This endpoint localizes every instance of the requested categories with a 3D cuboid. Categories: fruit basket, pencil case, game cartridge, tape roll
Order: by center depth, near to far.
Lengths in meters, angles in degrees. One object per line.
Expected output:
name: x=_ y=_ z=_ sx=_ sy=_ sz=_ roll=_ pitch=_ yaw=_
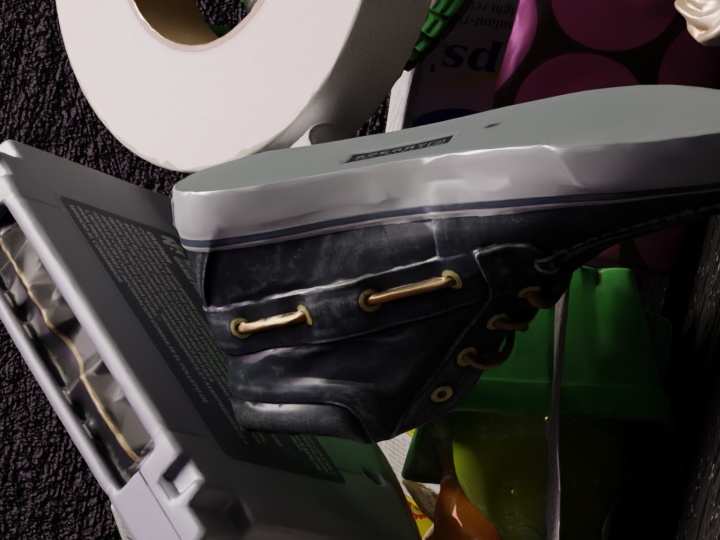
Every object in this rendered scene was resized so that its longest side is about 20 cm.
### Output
game cartridge: x=-0.062 y=0.037 z=0.729 sx=0.041 sy=0.133 sz=0.200 roll=-51 pitch=52 yaw=20
fruit basket: x=0.067 y=0.104 z=0.733 sx=0.185 sy=0.094 sz=0.200 roll=97 pitch=170 yaw=-72
pencil case: x=0.096 y=-0.097 z=0.765 sx=0.091 sy=0.094 sz=0.200 roll=-2 pitch=-74 yaw=-80
tape roll: x=-0.048 y=-0.137 z=0.786 sx=0.037 sy=0.203 sz=0.203 roll=1 pitch=-73 yaw=-43

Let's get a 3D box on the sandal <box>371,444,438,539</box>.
sandal: x=0.044 y=0.147 z=0.864 sx=0.078 sy=0.070 sz=0.212 roll=13 pitch=123 yaw=59

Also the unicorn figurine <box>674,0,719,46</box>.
unicorn figurine: x=0.124 y=-0.149 z=0.611 sx=0.200 sy=0.074 sz=0.137 roll=79 pitch=-169 yaw=-47

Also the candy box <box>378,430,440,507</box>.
candy box: x=0.024 y=0.056 z=0.921 sx=0.026 sy=0.200 sz=0.102 roll=-25 pitch=-50 yaw=-33

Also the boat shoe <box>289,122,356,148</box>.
boat shoe: x=-0.002 y=-0.002 z=0.783 sx=0.068 sy=0.074 sz=0.199 roll=-38 pitch=-11 yaw=7

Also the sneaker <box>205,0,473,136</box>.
sneaker: x=-0.003 y=-0.118 z=0.811 sx=0.200 sy=0.085 sz=0.078 roll=-45 pitch=12 yaw=31

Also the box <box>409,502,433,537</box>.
box: x=-0.011 y=0.181 z=1.031 sx=0.200 sy=0.192 sz=0.122 roll=101 pitch=-177 yaw=-72

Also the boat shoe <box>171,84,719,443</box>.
boat shoe: x=0.041 y=-0.001 z=0.646 sx=0.071 sy=0.200 sz=0.091 roll=-45 pitch=-56 yaw=-63

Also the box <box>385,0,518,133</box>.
box: x=0.071 y=-0.090 z=0.954 sx=0.184 sy=0.105 sz=0.200 roll=103 pitch=176 yaw=-66

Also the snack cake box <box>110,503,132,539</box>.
snack cake box: x=-0.019 y=0.175 z=0.828 sx=0.067 sy=0.115 sz=0.200 roll=-33 pitch=-56 yaw=-28
